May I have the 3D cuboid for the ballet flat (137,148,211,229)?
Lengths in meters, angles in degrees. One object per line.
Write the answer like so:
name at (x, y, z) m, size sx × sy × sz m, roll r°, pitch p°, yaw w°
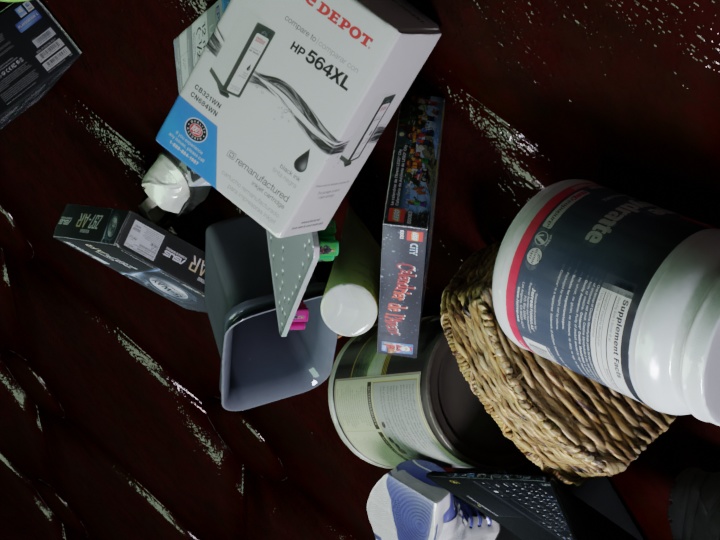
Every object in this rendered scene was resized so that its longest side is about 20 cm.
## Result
ballet flat at (-0.203, -0.087, 1.906) m, size 0.068 × 0.068 × 0.200 m, roll 47°, pitch 155°, yaw 7°

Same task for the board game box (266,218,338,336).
board game box at (-0.059, -0.066, 1.623) m, size 0.200 × 0.026 × 0.200 m, roll 116°, pitch 148°, yaw -64°

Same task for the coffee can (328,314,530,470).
coffee can at (0.077, 0.113, 1.648) m, size 0.146 × 0.146 × 0.200 m, roll 54°, pitch 155°, yaw -12°

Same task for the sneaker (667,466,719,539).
sneaker at (0.296, 0.251, 1.449) m, size 0.091 × 0.200 × 0.076 m, roll -11°, pitch 147°, yaw 36°

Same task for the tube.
tube at (0.000, 0.000, 1.627) m, size 0.052 × 0.200 × 0.058 m, roll 9°, pitch 110°, yaw 3°

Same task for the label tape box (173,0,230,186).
label tape box at (-0.101, -0.164, 1.557) m, size 0.200 × 0.066 × 0.144 m, roll 157°, pitch 109°, yaw -66°

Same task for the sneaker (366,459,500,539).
sneaker at (0.072, 0.234, 1.663) m, size 0.081 × 0.115 × 0.200 m, roll 32°, pitch 143°, yaw 28°

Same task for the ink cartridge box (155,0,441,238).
ink cartridge box at (-0.052, -0.150, 1.423) m, size 0.146 × 0.084 × 0.200 m, roll 38°, pitch 112°, yaw 18°

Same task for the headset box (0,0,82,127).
headset box at (-0.427, -0.203, 1.982) m, size 0.093 × 0.174 × 0.200 m, roll 51°, pitch 156°, yaw -7°

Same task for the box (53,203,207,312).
box at (-0.226, -0.010, 1.987) m, size 0.200 × 0.044 × 0.160 m, roll 31°, pitch 167°, yaw -34°

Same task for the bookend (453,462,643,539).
bookend at (0.161, 0.232, 1.750) m, size 0.199 × 0.092 × 0.200 m, roll 58°, pitch 155°, yaw -17°

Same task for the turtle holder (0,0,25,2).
turtle holder at (-0.318, -0.351, 1.662) m, size 0.141 × 0.186 × 0.132 m, roll 22°, pitch 165°, yaw -23°

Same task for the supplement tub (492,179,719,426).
supplement tub at (0.210, 0.023, 1.309) m, size 0.200 × 0.140 × 0.140 m, roll 25°, pitch 146°, yaw 41°

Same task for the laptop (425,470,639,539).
laptop at (0.172, 0.251, 1.512) m, size 0.200 × 0.103 × 0.177 m, roll -3°, pitch 151°, yaw 39°

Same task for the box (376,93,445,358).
box at (0.042, -0.035, 1.509) m, size 0.038 × 0.137 × 0.200 m, roll 7°, pitch 146°, yaw 4°

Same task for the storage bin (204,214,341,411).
storage bin at (-0.097, 0.032, 1.852) m, size 0.200 × 0.145 × 0.134 m, roll 100°, pitch 151°, yaw -58°

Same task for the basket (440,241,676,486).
basket at (0.150, 0.081, 1.489) m, size 0.200 × 0.143 × 0.149 m, roll 53°, pitch 154°, yaw -9°
